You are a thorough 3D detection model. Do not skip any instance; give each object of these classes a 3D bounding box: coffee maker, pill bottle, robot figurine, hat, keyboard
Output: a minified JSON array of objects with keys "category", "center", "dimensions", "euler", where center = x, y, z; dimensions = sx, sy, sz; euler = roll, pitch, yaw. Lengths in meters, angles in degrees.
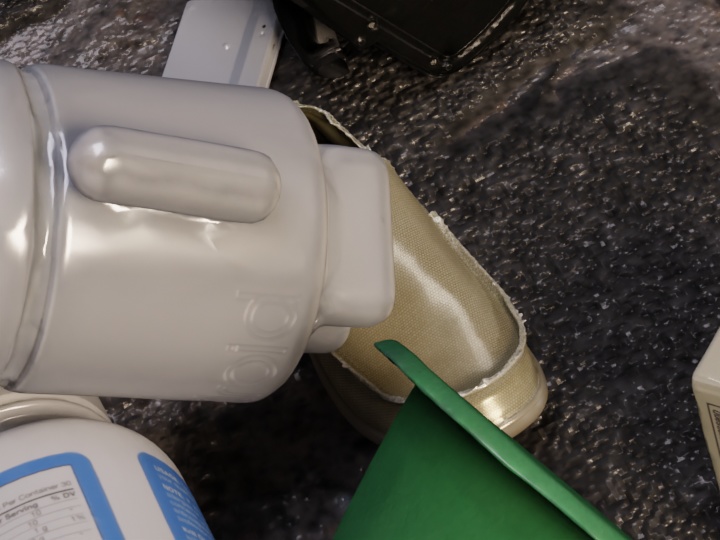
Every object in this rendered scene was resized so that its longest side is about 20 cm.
[{"category":"coffee maker","center":[-0.025,-0.205,0.979],"dimensions":[0.135,0.192,0.200],"euler":[-38,44,-6]},{"category":"pill bottle","center":[-0.096,0.122,0.746],"dimensions":[0.112,0.113,0.200],"euler":[-27,43,-6]},{"category":"robot figurine","center":[-0.088,-0.013,0.763],"dimensions":[0.199,0.170,0.114],"euler":[4,69,-22]},{"category":"hat","center":[0.010,0.135,0.678],"dimensions":[0.176,0.200,0.166],"euler":[-51,22,-1]},{"category":"keyboard","center":[-0.075,-0.058,0.990],"dimensions":[0.056,0.011,0.201],"euler":[-7,45,22]}]

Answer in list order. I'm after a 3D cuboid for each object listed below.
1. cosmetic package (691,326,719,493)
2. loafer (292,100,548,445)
[{"category":"cosmetic package","center":[0.218,0.058,0.694],"dimensions":[0.199,0.104,0.087],"euler":[17,56,31]},{"category":"loafer","center":[0.000,0.000,0.858],"dimensions":[0.076,0.068,0.200],"euler":[-33,45,-12]}]
